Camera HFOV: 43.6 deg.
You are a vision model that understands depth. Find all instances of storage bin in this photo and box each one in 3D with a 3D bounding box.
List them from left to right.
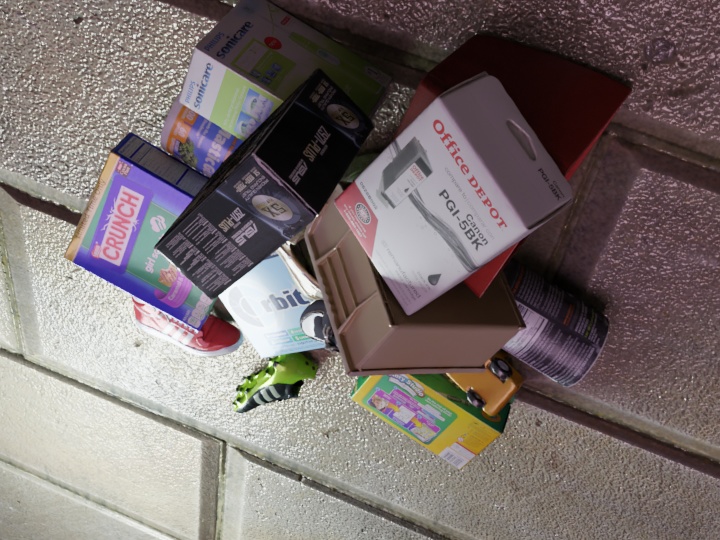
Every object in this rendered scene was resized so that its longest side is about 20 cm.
[{"bbox_3d":[0.059,0.008,1.025,0.198,0.201,0.094,3,144,-35],"label":"storage bin"}]

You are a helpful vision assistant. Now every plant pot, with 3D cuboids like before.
[{"bbox_3d":[0.140,-0.133,0.968,0.176,0.200,0.201,37,136,8],"label":"plant pot"}]

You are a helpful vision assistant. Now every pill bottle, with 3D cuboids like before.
[{"bbox_3d":[-0.142,-0.153,1.138,0.198,0.113,0.113,31,136,0],"label":"pill bottle"},{"bbox_3d":[0.207,0.054,1.148,0.199,0.107,0.107,32,136,-2],"label":"pill bottle"}]

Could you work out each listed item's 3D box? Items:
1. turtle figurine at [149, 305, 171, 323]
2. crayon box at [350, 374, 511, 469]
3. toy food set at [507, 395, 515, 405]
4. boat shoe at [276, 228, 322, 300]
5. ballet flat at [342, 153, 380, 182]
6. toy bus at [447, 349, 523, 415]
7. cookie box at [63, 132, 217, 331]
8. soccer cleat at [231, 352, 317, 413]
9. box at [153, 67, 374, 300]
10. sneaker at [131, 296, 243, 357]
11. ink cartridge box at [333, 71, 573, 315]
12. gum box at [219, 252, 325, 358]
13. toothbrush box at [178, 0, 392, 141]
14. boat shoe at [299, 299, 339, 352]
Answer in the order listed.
[{"bbox_3d":[-0.260,-0.038,1.283,0.099,0.150,0.203,-7,117,-4],"label":"turtle figurine"},{"bbox_3d":[0.098,0.187,1.285,0.199,0.059,0.119,33,135,-4],"label":"crayon box"},{"bbox_3d":[0.127,0.149,1.314,0.199,0.049,0.198,37,135,-7],"label":"toy food set"},{"bbox_3d":[-0.089,-0.051,1.207,0.201,0.072,0.076,54,162,-12],"label":"boat shoe"},{"bbox_3d":[0.031,-0.112,1.121,0.198,0.063,0.068,-13,122,35],"label":"ballet flat"},{"bbox_3d":[0.129,0.094,1.189,0.200,0.078,0.065,44,118,16],"label":"toy bus"},{"bbox_3d":[-0.251,-0.047,1.153,0.198,0.075,0.172,29,116,-7],"label":"cookie box"},{"bbox_3d":[-0.145,0.194,1.482,0.080,0.068,0.200,30,137,-20],"label":"soccer cleat"},{"bbox_3d":[-0.099,-0.087,0.930,0.086,0.165,0.199,43,133,-14],"label":"box"},{"bbox_3d":[-0.282,0.064,1.428,0.197,0.072,0.113,14,137,18],"label":"sneaker"},{"bbox_3d":[0.083,-0.068,0.868,0.148,0.082,0.200,56,141,5],"label":"ink cartridge box"},{"bbox_3d":[-0.129,0.034,1.344,0.168,0.045,0.201,-12,121,35],"label":"gum box"},{"bbox_3d":[-0.083,-0.208,1.035,0.198,0.146,0.086,30,136,0],"label":"toothbrush box"},{"bbox_3d":[-0.028,0.077,1.230,0.199,0.063,0.073,-5,119,49],"label":"boat shoe"}]
